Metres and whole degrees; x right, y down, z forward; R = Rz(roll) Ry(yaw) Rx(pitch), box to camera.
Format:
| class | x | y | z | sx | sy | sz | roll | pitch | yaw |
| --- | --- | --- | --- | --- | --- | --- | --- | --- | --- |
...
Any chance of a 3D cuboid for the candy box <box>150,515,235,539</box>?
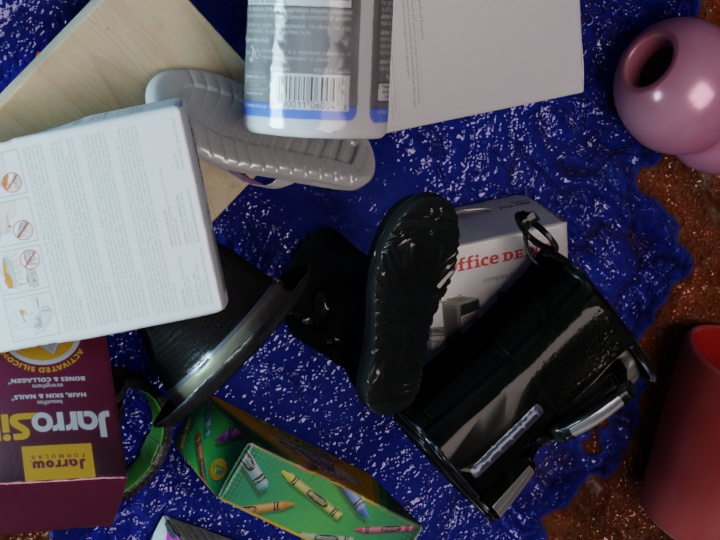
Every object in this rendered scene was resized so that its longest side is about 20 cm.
| class | x | y | z | sx | sy | sz | roll | pitch | yaw |
| --- | --- | --- | --- | --- | --- | --- | --- | --- | --- |
| candy box | -0.118 | 0.320 | 1.739 | 0.199 | 0.061 | 0.137 | 24 | 97 | -29 |

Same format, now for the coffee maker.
| class | x | y | z | sx | sy | sz | roll | pitch | yaw |
| --- | --- | --- | --- | --- | --- | --- | --- | --- | --- |
| coffee maker | 0.122 | 0.085 | 1.653 | 0.200 | 0.135 | 0.192 | -41 | 96 | -6 |

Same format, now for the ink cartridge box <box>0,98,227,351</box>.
| class | x | y | z | sx | sy | sz | roll | pitch | yaw |
| --- | --- | --- | --- | --- | --- | --- | --- | --- | --- |
| ink cartridge box | -0.214 | -0.031 | 1.460 | 0.198 | 0.047 | 0.161 | -11 | 103 | 2 |

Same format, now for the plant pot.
| class | x | y | z | sx | sy | sz | roll | pitch | yaw |
| --- | --- | --- | --- | --- | --- | --- | --- | --- | --- |
| plant pot | 0.369 | 0.175 | 1.860 | 0.199 | 0.201 | 0.178 | 13 | 112 | -28 |

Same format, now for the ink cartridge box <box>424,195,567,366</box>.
| class | x | y | z | sx | sy | sz | roll | pitch | yaw |
| --- | --- | --- | --- | --- | --- | --- | --- | --- | --- |
| ink cartridge box | 0.110 | 0.049 | 1.741 | 0.146 | 0.083 | 0.202 | -13 | 113 | -20 |

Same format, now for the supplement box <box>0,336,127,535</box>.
| class | x | y | z | sx | sy | sz | roll | pitch | yaw |
| --- | --- | --- | --- | --- | --- | --- | --- | --- | --- |
| supplement box | -0.254 | 0.099 | 1.509 | 0.109 | 0.201 | 0.086 | -1 | 146 | -20 |

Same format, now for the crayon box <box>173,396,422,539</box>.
| class | x | y | z | sx | sy | sz | roll | pitch | yaw |
| --- | --- | --- | --- | --- | --- | --- | --- | --- | --- |
| crayon box | -0.055 | 0.190 | 1.690 | 0.199 | 0.119 | 0.059 | 29 | 94 | -31 |

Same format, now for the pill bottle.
| class | x | y | z | sx | sy | sz | roll | pitch | yaw |
| --- | --- | --- | --- | --- | --- | --- | --- | --- | --- |
| pill bottle | -0.031 | -0.204 | 1.466 | 0.113 | 0.114 | 0.202 | 0 | 97 | -25 |

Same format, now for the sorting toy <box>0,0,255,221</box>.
| class | x | y | z | sx | sy | sz | roll | pitch | yaw |
| --- | --- | --- | --- | --- | --- | --- | --- | --- | --- |
| sorting toy | -0.187 | -0.120 | 1.549 | 0.199 | 0.070 | 0.200 | -46 | 121 | -5 |

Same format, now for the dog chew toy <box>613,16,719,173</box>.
| class | x | y | z | sx | sy | sz | roll | pitch | yaw |
| --- | --- | --- | --- | --- | --- | --- | --- | --- | --- |
| dog chew toy | 0.322 | -0.147 | 1.759 | 0.199 | 0.124 | 0.125 | 29 | 94 | -38 |

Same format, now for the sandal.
| class | x | y | z | sx | sy | sz | roll | pitch | yaw |
| --- | --- | --- | --- | --- | --- | --- | --- | --- | --- |
| sandal | -0.083 | -0.099 | 1.534 | 0.201 | 0.083 | 0.050 | 18 | 142 | -23 |

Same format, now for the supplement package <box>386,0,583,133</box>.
| class | x | y | z | sx | sy | sz | roll | pitch | yaw |
| --- | --- | --- | --- | --- | --- | --- | --- | --- | --- |
| supplement package | 0.073 | -0.200 | 1.615 | 0.199 | 0.121 | 0.121 | -13 | 112 | -20 |

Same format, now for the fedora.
| class | x | y | z | sx | sy | sz | roll | pitch | yaw |
| --- | --- | --- | --- | --- | --- | --- | --- | --- | --- |
| fedora | -0.131 | 0.037 | 1.577 | 0.092 | 0.201 | 0.201 | 44 | 85 | -6 |

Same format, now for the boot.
| class | x | y | z | sx | sy | sz | roll | pitch | yaw |
| --- | --- | --- | --- | --- | --- | --- | --- | --- | --- |
| boot | 0.000 | 0.000 | 1.617 | 0.076 | 0.168 | 0.202 | -4 | 118 | -31 |

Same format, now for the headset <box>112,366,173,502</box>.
| class | x | y | z | sx | sy | sz | roll | pitch | yaw |
| --- | --- | --- | --- | --- | --- | --- | --- | --- | --- |
| headset | -0.252 | 0.130 | 1.617 | 0.199 | 0.094 | 0.124 | 18 | 100 | -45 |
